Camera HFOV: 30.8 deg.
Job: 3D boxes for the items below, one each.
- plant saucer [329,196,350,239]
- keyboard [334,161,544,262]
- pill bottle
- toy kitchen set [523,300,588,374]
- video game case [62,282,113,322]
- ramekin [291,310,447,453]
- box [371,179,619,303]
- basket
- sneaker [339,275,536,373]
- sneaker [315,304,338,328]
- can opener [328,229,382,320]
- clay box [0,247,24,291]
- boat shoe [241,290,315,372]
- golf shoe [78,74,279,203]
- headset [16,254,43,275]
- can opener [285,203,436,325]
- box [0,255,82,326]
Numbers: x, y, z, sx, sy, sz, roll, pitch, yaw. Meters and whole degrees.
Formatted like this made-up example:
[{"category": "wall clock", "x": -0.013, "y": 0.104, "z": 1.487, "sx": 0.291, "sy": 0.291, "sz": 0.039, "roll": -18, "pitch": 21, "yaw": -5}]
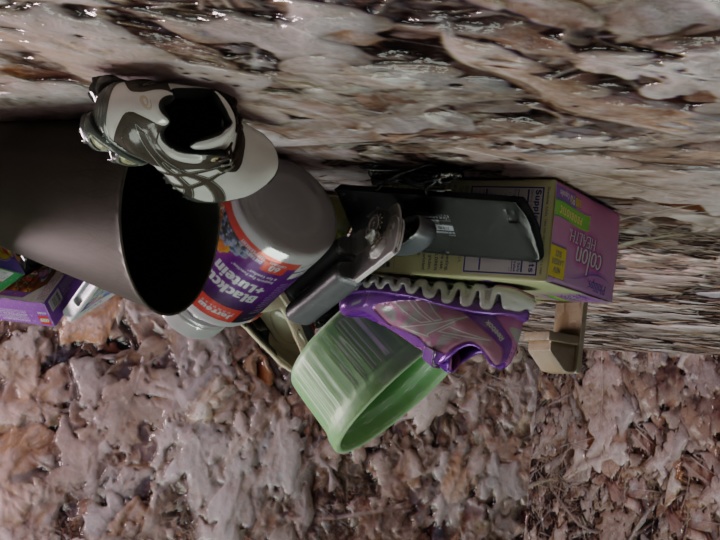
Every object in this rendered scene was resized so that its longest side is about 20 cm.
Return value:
[{"category": "plant saucer", "x": -0.095, "y": -0.029, "z": 1.474, "sx": 0.200, "sy": 0.031, "sz": 0.200, "roll": -18, "pitch": 166, "yaw": -5}, {"category": "keyboard", "x": 0.074, "y": -0.062, "z": 1.209, "sx": 0.200, "sy": 0.040, "sz": 0.104, "roll": 6, "pitch": 137, "yaw": 30}, {"category": "pill bottle", "x": -0.120, "y": -0.013, "z": 1.280, "sx": 0.111, "sy": 0.112, "sz": 0.200, "roll": 10, "pitch": 145, "yaw": -34}, {"category": "toy kitchen set", "x": 0.163, "y": 0.029, "z": 1.512, "sx": 0.180, "sy": 0.164, "sz": 0.200, "roll": 8, "pitch": 174, "yaw": -18}, {"category": "video game case", "x": -0.225, "y": -0.016, "z": 1.343, "sx": 0.143, "sy": 0.018, "sz": 0.200, "roll": -36, "pitch": 179, "yaw": -30}, {"category": "ramekin", "x": 0.019, "y": 0.096, "z": 1.423, "sx": 0.098, "sy": 0.200, "sz": 0.200, "roll": 48, "pitch": -173, "yaw": 16}, {"category": "box", "x": 0.133, "y": -0.029, "z": 1.310, "sx": 0.200, "sy": 0.097, "sz": 0.176, "roll": 4, "pitch": 174, "yaw": 31}, {"category": "basket", "x": -0.245, "y": -0.064, "z": 1.154, "sx": 0.200, "sy": 0.181, "sz": 0.136, "roll": 13, "pitch": -144, "yaw": 27}, {"category": "sneaker", "x": 0.069, "y": 0.054, "z": 1.278, "sx": 0.200, "sy": 0.089, "sz": 0.080, "roll": 5, "pitch": 176, "yaw": 22}, {"category": "sneaker", "x": -0.047, "y": 0.026, "z": 1.540, "sx": 0.079, "sy": 0.074, "sz": 0.200, "roll": 52, "pitch": -171, "yaw": 35}, {"category": "can opener", "x": 0.007, "y": 0.008, "z": 1.472, "sx": 0.079, "sy": 0.200, "sz": 0.063, "roll": 28, "pitch": -153, "yaw": 2}, {"category": "clay box", "x": -0.400, "y": -0.073, "z": 1.219, "sx": 0.048, "sy": 0.200, "sz": 0.115, "roll": -33, "pitch": 168, "yaw": 6}, {"category": "boat shoe", "x": -0.111, "y": 0.036, "z": 1.421, "sx": 0.071, "sy": 0.063, "sz": 0.200, "roll": -18, "pitch": 133, "yaw": 24}, {"category": "golf shoe", "x": -0.117, "y": -0.096, "z": 1.005, "sx": 0.094, "sy": 0.078, "sz": 0.200, "roll": 1, "pitch": 174, "yaw": 38}, {"category": "headset", "x": -0.344, "y": -0.063, "z": 1.406, "sx": 0.200, "sy": 0.124, "sz": 0.094, "roll": -19, "pitch": 170, "yaw": 8}, {"category": "can opener", "x": 0.000, "y": 0.000, "z": 1.243, "sx": 0.067, "sy": 0.053, "sz": 0.200, "roll": 16, "pitch": 149, "yaw": -25}, {"category": "box", "x": -0.354, "y": -0.024, "z": 1.467, "sx": 0.137, "sy": 0.200, "sz": 0.039, "roll": 6, "pitch": 134, "yaw": 23}]
